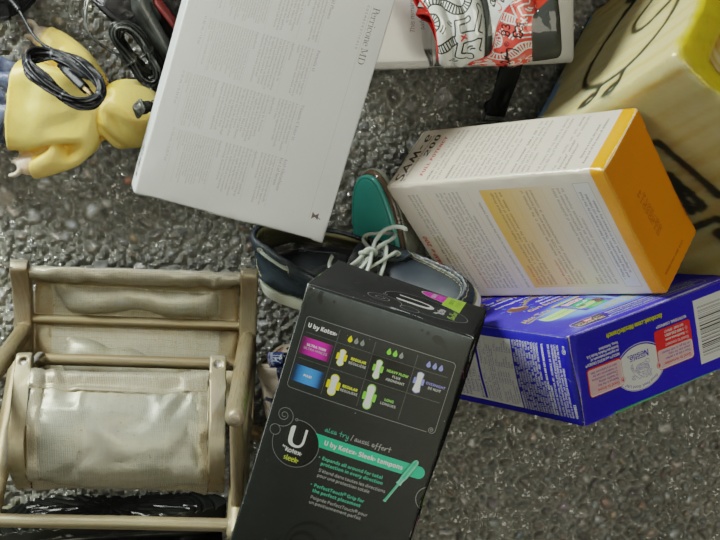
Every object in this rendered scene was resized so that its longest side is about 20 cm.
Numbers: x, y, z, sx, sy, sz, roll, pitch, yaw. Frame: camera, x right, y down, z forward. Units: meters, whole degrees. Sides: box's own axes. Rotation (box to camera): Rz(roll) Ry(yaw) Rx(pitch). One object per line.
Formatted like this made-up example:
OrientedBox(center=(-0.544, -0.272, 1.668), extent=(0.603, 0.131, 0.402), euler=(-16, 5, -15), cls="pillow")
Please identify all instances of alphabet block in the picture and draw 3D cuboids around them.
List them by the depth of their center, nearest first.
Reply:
OrientedBox(center=(0.280, -0.128, 1.124), extent=(0.196, 0.200, 0.196), euler=(36, 58, -13), cls="alphabet block")

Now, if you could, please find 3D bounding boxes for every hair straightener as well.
OrientedBox(center=(-0.147, -0.152, 1.099), extent=(0.077, 0.041, 0.200), euler=(-48, 119, -28), cls="hair straightener")

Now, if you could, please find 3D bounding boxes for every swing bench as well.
OrientedBox(center=(-0.182, 0.094, 1.104), extent=(0.199, 0.200, 0.130), euler=(2, 122, -2), cls="swing bench")

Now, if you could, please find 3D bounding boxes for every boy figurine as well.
OrientedBox(center=(-0.246, -0.135, 1.129), extent=(0.200, 0.064, 0.125), euler=(0, 97, -11), cls="boy figurine")

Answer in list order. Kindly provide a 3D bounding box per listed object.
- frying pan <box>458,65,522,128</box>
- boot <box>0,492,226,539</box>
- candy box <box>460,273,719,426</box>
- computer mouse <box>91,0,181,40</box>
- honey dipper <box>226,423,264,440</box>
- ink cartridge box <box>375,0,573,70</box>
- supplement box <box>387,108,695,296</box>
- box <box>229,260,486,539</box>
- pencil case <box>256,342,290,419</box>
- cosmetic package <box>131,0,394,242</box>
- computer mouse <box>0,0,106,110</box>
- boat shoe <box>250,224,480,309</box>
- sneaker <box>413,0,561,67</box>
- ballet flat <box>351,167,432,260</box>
OrientedBox(center=(0.091, -0.106, 1.177), extent=(0.115, 0.031, 0.190), euler=(-15, 125, -1), cls="frying pan")
OrientedBox(center=(-0.204, 0.270, 1.178), extent=(0.211, 0.079, 0.158), euler=(0, 97, -11), cls="boot")
OrientedBox(center=(0.166, 0.053, 1.135), extent=(0.169, 0.200, 0.077), euler=(-17, 103, -30), cls="candy box")
OrientedBox(center=(-0.151, -0.241, 1.129), extent=(0.200, 0.046, 0.140), euler=(37, 100, -20), cls="computer mouse")
OrientedBox(center=(-0.078, 0.138, 1.210), extent=(0.200, 0.038, 0.038), euler=(26, 92, -9), cls="honey dipper")
OrientedBox(center=(0.066, -0.238, 1.163), extent=(0.200, 0.083, 0.147), euler=(-3, 98, -10), cls="ink cartridge box")
OrientedBox(center=(0.138, -0.048, 1.103), extent=(0.126, 0.200, 0.074), euler=(57, 50, -32), cls="supplement box")
OrientedBox(center=(0.001, 0.111, 1.032), extent=(0.124, 0.149, 0.200), euler=(17, 98, 5), cls="box")
OrientedBox(center=(-0.030, 0.156, 1.154), extent=(0.078, 0.089, 0.200), euler=(-10, 93, -23), cls="pencil case")
OrientedBox(center=(-0.074, -0.137, 1.082), extent=(0.151, 0.052, 0.200), euler=(15, 99, -14), cls="cosmetic package")
OrientedBox(center=(-0.258, -0.188, 1.094), extent=(0.059, 0.034, 0.200), euler=(-26, 65, -29), cls="computer mouse")
OrientedBox(center=(0.000, 0.000, 1.138), extent=(0.075, 0.200, 0.062), euler=(-51, 141, -32), cls="boat shoe")
OrientedBox(center=(0.087, -0.253, 1.088), extent=(0.108, 0.067, 0.202), euler=(-7, 88, 4), cls="sneaker")
OrientedBox(center=(0.038, 0.008, 1.208), extent=(0.064, 0.067, 0.200), euler=(-16, 102, -36), cls="ballet flat")
